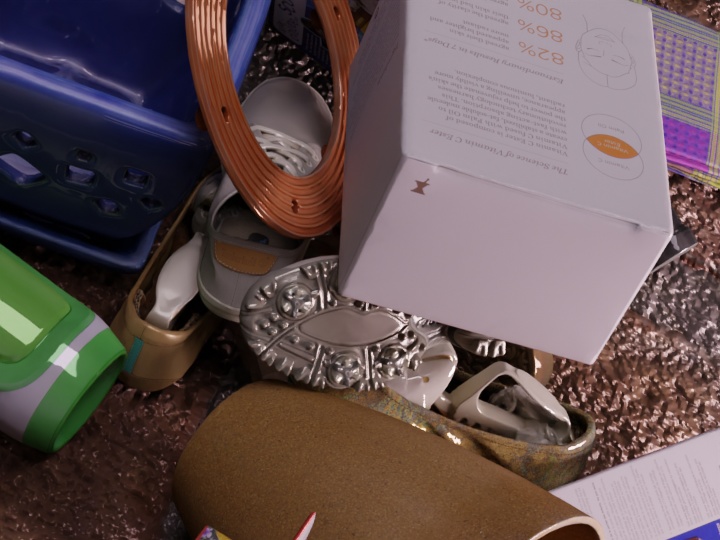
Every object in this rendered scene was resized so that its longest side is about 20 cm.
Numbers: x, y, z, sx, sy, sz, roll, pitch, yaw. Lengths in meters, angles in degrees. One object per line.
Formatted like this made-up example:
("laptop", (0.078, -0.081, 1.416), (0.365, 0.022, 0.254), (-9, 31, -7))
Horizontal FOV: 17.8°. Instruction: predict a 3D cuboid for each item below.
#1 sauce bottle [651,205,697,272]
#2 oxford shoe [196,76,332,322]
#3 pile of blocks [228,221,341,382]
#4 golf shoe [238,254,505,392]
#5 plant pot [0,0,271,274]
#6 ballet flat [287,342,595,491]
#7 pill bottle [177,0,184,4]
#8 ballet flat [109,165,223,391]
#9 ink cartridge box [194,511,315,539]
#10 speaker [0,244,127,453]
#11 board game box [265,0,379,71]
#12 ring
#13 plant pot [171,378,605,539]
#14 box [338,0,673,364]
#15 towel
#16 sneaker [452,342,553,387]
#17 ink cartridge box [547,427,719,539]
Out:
("sauce bottle", (0.151, -0.091, 1.510), (0.066, 0.066, 0.200), (-26, 84, -33))
("oxford shoe", (-0.050, -0.054, 1.349), (0.075, 0.058, 0.200), (14, 43, 0))
("pile of blocks", (0.000, 0.000, 1.386), (0.200, 0.062, 0.082), (-44, 114, -10))
("golf shoe", (0.009, 0.016, 1.304), (0.200, 0.078, 0.097), (-4, 18, -31))
("plant pot", (-0.174, -0.123, 1.349), (0.200, 0.180, 0.200), (21, 52, -7))
("ballet flat", (0.053, 0.074, 1.345), (0.200, 0.071, 0.071), (24, 50, -23))
("pill bottle", (-0.141, -0.256, 1.499), (0.111, 0.111, 0.200), (-11, 61, -27))
("ballet flat", (-0.088, -0.011, 1.378), (0.069, 0.063, 0.200), (24, 51, 4))
("ink cartridge box", (-0.093, 0.192, 1.147), (0.050, 0.200, 0.109), (33, 51, 4))
("speaker", (-0.232, 0.016, 1.290), (0.200, 0.088, 0.088), (36, 52, 5))
("board game box", (0.005, -0.165, 1.438), (0.135, 0.200, 0.034), (37, 75, 5))
("ring", (-0.049, -0.116, 1.283), (0.019, 0.200, 0.201), (-9, 48, 25))
("plant pot", (-0.003, 0.153, 1.244), (0.200, 0.187, 0.186), (36, 49, 27))
("box", (0.077, -0.069, 1.261), (0.152, 0.106, 0.200), (16, 42, -11))
("towel", (0.194, -0.133, 1.602), (0.200, 0.023, 0.144), (18, 51, -10))
("sneaker", (0.081, -0.016, 1.445), (0.090, 0.067, 0.200), (-16, 73, -49))
("ink cartridge box", (0.159, 0.163, 1.355), (0.200, 0.037, 0.095), (-16, 84, -32))
